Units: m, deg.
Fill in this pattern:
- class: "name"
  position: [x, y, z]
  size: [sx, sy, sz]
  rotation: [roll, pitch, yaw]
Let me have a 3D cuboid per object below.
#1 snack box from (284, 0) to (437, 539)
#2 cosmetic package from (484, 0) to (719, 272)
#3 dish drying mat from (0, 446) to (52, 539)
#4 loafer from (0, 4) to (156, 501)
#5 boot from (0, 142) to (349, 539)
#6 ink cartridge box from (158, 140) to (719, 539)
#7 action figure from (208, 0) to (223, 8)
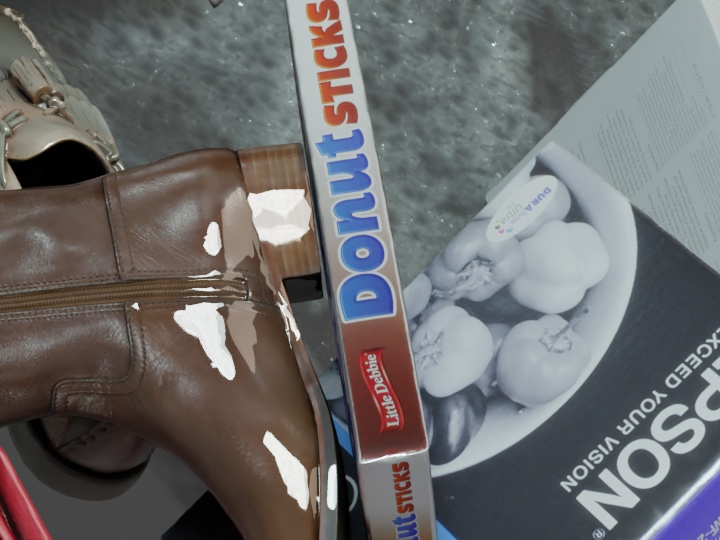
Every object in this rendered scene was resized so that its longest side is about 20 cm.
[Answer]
- class: "snack box"
  position: [0.000, 0.000, 0.940]
  size: [0.024, 0.072, 0.201]
  rotation: [-8, 51, -2]
- class: "cosmetic package"
  position: [0.134, 0.013, 1.119]
  size: [0.051, 0.151, 0.201]
  rotation: [7, 54, -37]
- class: "dish drying mat"
  position: [-0.082, 0.117, 0.849]
  size: [0.018, 0.200, 0.077]
  rotation: [-29, 67, -9]
- class: "loafer"
  position: [-0.103, -0.019, 1.018]
  size: [0.072, 0.063, 0.201]
  rotation: [4, 55, -37]
- class: "boot"
  position: [-0.106, 0.053, 0.916]
  size: [0.199, 0.064, 0.187]
  rotation: [-7, 67, -1]
- class: "ink cartridge box"
  position: [0.060, 0.083, 0.930]
  size: [0.200, 0.198, 0.043]
  rotation: [41, -5, 39]
- class: "action figure"
  position: [-0.127, -0.144, 1.034]
  size: [0.199, 0.105, 0.193]
  rotation: [-19, 29, -38]
